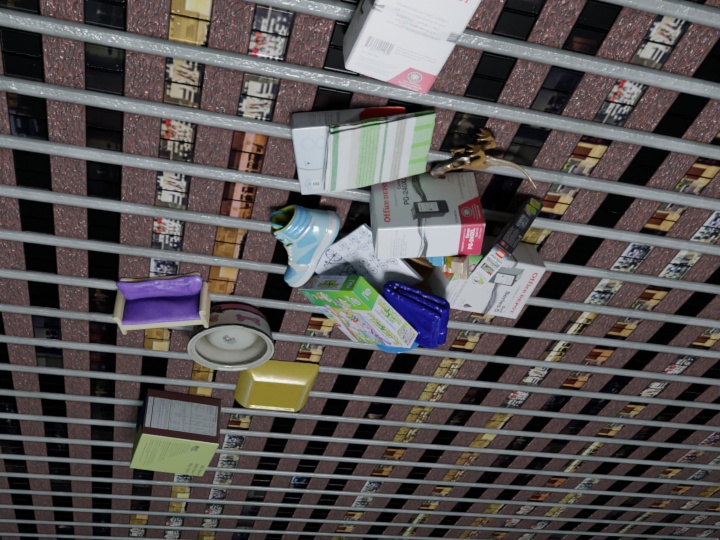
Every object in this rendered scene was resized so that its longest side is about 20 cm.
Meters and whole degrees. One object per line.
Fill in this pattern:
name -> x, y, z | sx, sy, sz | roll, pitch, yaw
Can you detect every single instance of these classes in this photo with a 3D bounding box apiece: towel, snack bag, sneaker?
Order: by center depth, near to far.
towel -> 0.031, -0.212, 1.332 | 0.198, 0.031, 0.150 | -13, 145, -17
sneaker -> -0.138, -0.056, 1.503 | 0.130, 0.080, 0.201 | 16, 127, -26
snack bag -> 0.000, 0.000, 1.577 | 0.199, 0.022, 0.188 | -27, 123, 37
towel -> 0.113, 0.099, 1.588 | 0.146, 0.050, 0.200 | 19, 155, 12

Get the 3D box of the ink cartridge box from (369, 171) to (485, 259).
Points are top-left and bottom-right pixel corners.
ink cartridge box -> 0.120, -0.104, 1.409 | 0.198, 0.146, 0.084 | -2, 139, -3

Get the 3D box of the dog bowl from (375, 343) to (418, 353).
dog bowl -> 0.095, 0.116, 1.754 | 0.110, 0.050, 0.201 | 3, 141, -9

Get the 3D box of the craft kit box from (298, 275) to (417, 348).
craft kit box -> -0.007, 0.086, 1.608 | 0.197, 0.049, 0.200 | -4, 139, 51

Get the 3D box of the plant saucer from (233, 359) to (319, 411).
plant saucer -> -0.219, 0.307, 1.960 | 0.198, 0.049, 0.201 | 6, 140, -14

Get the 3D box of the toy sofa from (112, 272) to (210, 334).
toy sofa -> -0.427, 0.072, 1.626 | 0.198, 0.083, 0.098 | -4, 142, 0

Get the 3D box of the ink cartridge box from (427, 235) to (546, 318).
ink cartridge box -> 0.264, 0.009, 1.580 | 0.198, 0.084, 0.146 | 10, 125, -22

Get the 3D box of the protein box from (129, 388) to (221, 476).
protein box -> -0.493, 0.436, 2.022 | 0.198, 0.136, 0.199 | 12, 137, -19

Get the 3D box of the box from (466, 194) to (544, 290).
box -> 0.280, -0.056, 1.455 | 0.035, 0.200, 0.110 | 38, 135, 4

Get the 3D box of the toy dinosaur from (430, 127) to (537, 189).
toy dinosaur -> 0.227, -0.204, 1.382 | 0.198, 0.061, 0.106 | 2, 154, 8

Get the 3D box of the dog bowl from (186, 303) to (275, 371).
dog bowl -> -0.295, 0.151, 1.735 | 0.198, 0.074, 0.201 | -3, 144, -2

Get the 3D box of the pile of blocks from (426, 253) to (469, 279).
pile of blocks -> 0.150, -0.026, 1.467 | 0.081, 0.200, 0.063 | -9, 116, -11

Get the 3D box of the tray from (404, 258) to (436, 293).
tray -> 0.118, 0.003, 1.629 | 0.199, 0.037, 0.099 | 22, 134, -29

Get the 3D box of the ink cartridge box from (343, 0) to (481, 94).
ink cartridge box -> 0.076, -0.381, 1.118 | 0.144, 0.085, 0.200 | 13, 140, -20

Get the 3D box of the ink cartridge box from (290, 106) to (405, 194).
ink cartridge box -> -0.017, -0.211, 1.346 | 0.198, 0.048, 0.161 | -3, 141, 1
